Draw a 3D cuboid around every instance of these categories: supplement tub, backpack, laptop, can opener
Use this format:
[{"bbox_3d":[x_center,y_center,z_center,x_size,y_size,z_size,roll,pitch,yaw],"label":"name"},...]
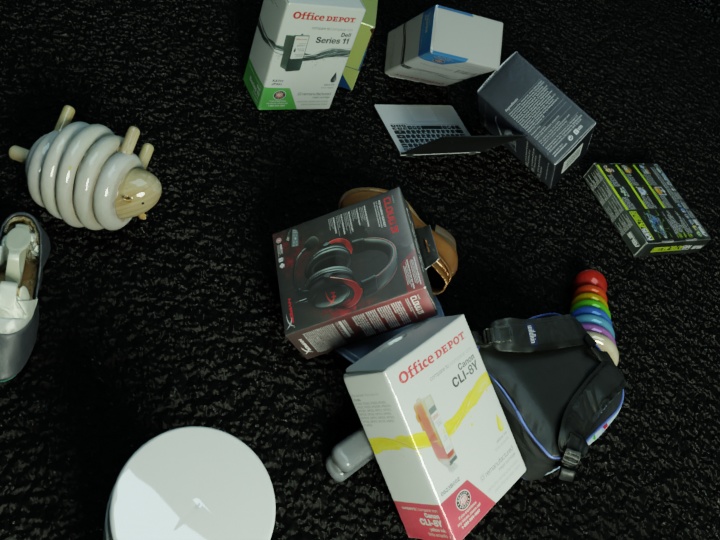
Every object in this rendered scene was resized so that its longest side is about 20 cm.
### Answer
[{"bbox_3d":[-0.153,0.237,0.573,0.129,0.202,0.134,13,48,-15],"label":"supplement tub"},{"bbox_3d":[0.234,0.154,0.863,0.187,0.155,0.203,-21,69,-27],"label":"backpack"},{"bbox_3d":[0.153,-0.264,1.191,0.183,0.117,0.203,-7,56,-30],"label":"laptop"},{"bbox_3d":[0.050,0.196,0.806,0.198,0.054,0.067,-27,66,-38],"label":"can opener"}]

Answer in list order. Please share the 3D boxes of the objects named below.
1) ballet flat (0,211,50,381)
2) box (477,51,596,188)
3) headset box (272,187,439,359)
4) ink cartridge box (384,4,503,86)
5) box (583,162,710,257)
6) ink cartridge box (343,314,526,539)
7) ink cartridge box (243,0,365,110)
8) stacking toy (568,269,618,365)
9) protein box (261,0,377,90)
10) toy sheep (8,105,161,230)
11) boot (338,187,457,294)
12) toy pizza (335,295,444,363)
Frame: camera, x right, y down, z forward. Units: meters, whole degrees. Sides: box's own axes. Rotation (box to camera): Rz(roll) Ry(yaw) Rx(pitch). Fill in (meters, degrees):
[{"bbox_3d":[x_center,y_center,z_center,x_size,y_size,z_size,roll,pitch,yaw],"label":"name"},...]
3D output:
[{"bbox_3d":[-0.381,0.017,0.736,0.071,0.074,0.204,7,51,-19],"label":"ballet flat"},{"bbox_3d":[0.317,-0.271,1.237,0.104,0.148,0.201,-43,75,3],"label":"box"},{"bbox_3d":[0.000,0.000,0.831,0.195,0.075,0.152,-18,57,10],"label":"headset box"},{"bbox_3d":[0.147,-0.407,1.247,0.141,0.199,0.087,5,93,-23],"label":"ink cartridge box"},{"bbox_3d":[0.558,-0.123,1.320,0.188,0.048,0.203,-6,57,-26],"label":"box"},{"bbox_3d":[0.086,0.173,0.764,0.144,0.083,0.204,-27,97,-38],"label":"ink cartridge box"},{"bbox_3d":[-0.094,-0.367,1.098,0.143,0.202,0.084,-9,56,-30],"label":"ink cartridge box"},{"bbox_3d":[0.351,0.069,1.045,0.084,0.086,0.202,26,40,-3],"label":"stacking toy"},{"bbox_3d":[-0.077,-0.472,1.238,0.193,0.136,0.204,16,48,-12],"label":"protein box"},{"bbox_3d":[-0.337,-0.120,0.830,0.195,0.140,0.139,17,45,8],"label":"toy sheep"},{"bbox_3d":[0.046,-0.040,0.951,0.197,0.078,0.156,31,26,-1],"label":"boot"},{"bbox_3d":[0.024,0.060,0.920,0.195,0.032,0.204,13,46,-14],"label":"toy pizza"}]
